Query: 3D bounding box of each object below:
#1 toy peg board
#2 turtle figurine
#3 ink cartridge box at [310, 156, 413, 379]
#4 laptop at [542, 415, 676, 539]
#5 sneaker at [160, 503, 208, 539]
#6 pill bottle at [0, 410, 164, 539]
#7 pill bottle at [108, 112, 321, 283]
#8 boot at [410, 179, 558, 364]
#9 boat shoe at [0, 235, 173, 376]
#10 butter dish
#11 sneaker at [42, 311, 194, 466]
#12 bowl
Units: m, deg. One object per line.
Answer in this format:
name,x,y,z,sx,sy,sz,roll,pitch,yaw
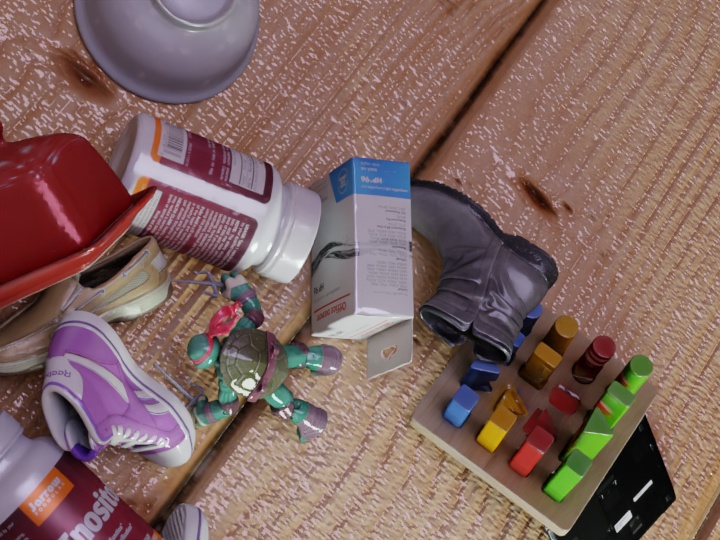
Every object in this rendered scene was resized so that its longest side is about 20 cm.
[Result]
toy peg board,0.190,0.124,1.779,0.198,0.098,0.200,36,61,6
turtle figurine,-0.112,0.090,1.676,0.199,0.100,0.151,24,93,-34
ink cartridge box,0.000,0.000,1.744,0.067,0.116,0.203,4,76,-23
laptop,0.224,0.215,1.860,0.177,0.103,0.201,-41,122,-26
sneaker,-0.140,0.323,1.637,0.113,0.072,0.203,7,86,-27
pill bottle,-0.278,0.225,1.565,0.200,0.113,0.113,44,64,-10
pill bottle,-0.146,-0.066,1.694,0.198,0.114,0.115,22,70,-19
boot,0.094,-0.001,1.780,0.199,0.070,0.132,30,61,15
boat shoe,-0.271,0.025,1.624,0.199,0.071,0.077,-31,129,-28
butter dish,-0.305,-0.061,1.527,0.198,0.200,0.149,-22,102,16
sneaker,-0.227,0.144,1.582,0.201,0.072,0.115,51,33,-37
bowl,-0.180,-0.275,1.740,0.199,0.090,0.204,6,77,-24
